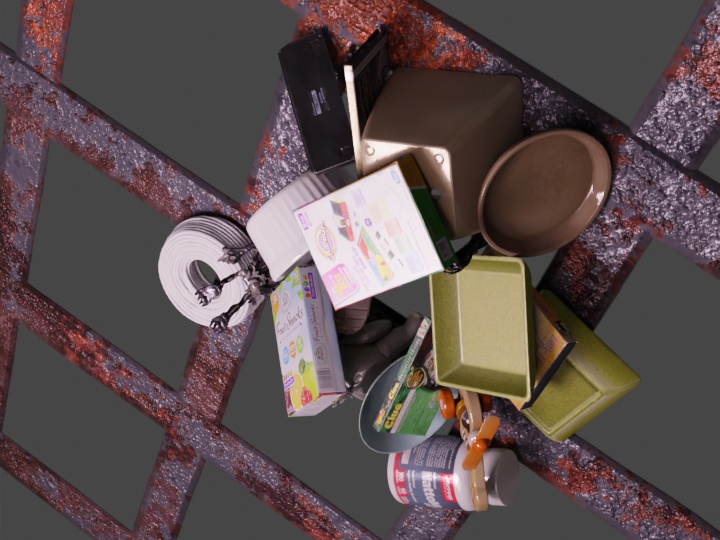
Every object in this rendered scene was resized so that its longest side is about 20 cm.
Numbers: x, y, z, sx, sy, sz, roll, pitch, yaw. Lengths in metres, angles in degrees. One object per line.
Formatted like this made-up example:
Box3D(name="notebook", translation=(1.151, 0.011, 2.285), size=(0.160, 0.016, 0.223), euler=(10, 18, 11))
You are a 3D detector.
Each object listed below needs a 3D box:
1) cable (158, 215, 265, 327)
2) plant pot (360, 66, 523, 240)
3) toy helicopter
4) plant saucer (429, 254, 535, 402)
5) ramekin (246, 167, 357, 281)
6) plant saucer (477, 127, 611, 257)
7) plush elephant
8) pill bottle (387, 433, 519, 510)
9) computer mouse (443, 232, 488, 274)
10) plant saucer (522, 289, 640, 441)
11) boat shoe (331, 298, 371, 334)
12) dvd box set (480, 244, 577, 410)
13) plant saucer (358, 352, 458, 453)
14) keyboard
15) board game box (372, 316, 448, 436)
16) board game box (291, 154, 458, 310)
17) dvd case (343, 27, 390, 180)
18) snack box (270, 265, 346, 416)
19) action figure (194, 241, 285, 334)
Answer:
Box3D(name="cable", translation=(-0.260, 0.003, 1.956), size=(0.198, 0.069, 0.202), euler=(16, 126, 24))
Box3D(name="plant pot", translation=(0.103, -0.149, 1.554), size=(0.197, 0.177, 0.202), euler=(10, 123, 27))
Box3D(name="toy helicopter", translation=(0.180, 0.275, 1.737), size=(0.078, 0.132, 0.203), euler=(-8, 96, -9))
Box3D(name="plant saucer", translation=(0.185, 0.075, 1.632), size=(0.199, 0.047, 0.203), euler=(5, 102, 52))
Box3D(name="ramekin", translation=(-0.078, -0.081, 1.705), size=(0.098, 0.200, 0.200), euler=(53, 132, 2))
Box3D(name="plant saucer", translation=(0.244, -0.107, 1.513), size=(0.030, 0.197, 0.202), euler=(-118, 28, -49))
Box3D(name="plush elephant", translation=(-0.019, 0.129, 1.829), size=(0.155, 0.199, 0.166), euler=(41, 137, 33))
Box3D(name="pill bottle", translation=(0.155, 0.335, 1.866), size=(0.198, 0.120, 0.121), euler=(-2, 118, 33))
Box3D(name="computer mouse", translation=(0.096, -0.047, 1.649), size=(0.198, 0.140, 0.047), euler=(4, 120, 41))
Box3D(name="plant saucer", translation=(0.286, 0.159, 1.708), size=(0.200, 0.048, 0.200), euler=(44, 132, 2))
Box3D(name="boat shoe", translation=(0.000, 0.000, 1.742), size=(0.074, 0.073, 0.202), euler=(24, 86, -3))
Box3D(name="dvd box set", translation=(0.219, 0.082, 1.657), size=(0.201, 0.029, 0.147), euler=(53, 133, 32))
Box3D(name="plant saucer", translation=(0.074, 0.201, 1.809), size=(0.039, 0.199, 0.203), euler=(42, 141, 45))
Box3D(name="keyboard", translation=(-0.039, -0.250, 1.630), size=(0.126, 0.021, 0.203), euler=(-18, 83, 13))
Box3D(name="board game box", translation=(0.101, 0.168, 1.765), size=(0.023, 0.104, 0.202), euler=(42, 113, 45))
Box3D(name="board game box", translation=(0.016, -0.048, 1.508), size=(0.199, 0.040, 0.155), euler=(-20, 96, 39))
Box3D(name="dvd case", translation=(0.018, -0.219, 1.582), size=(0.016, 0.149, 0.202), euler=(4, 121, 20))
Box3D(name="snack box", translation=(-0.083, 0.110, 1.728), size=(0.142, 0.052, 0.203), euler=(140, 125, -59))
Box3D(name="action figure", translation=(-0.184, 0.007, 1.838), size=(0.102, 0.200, 0.120), euler=(-13, 114, 53))
